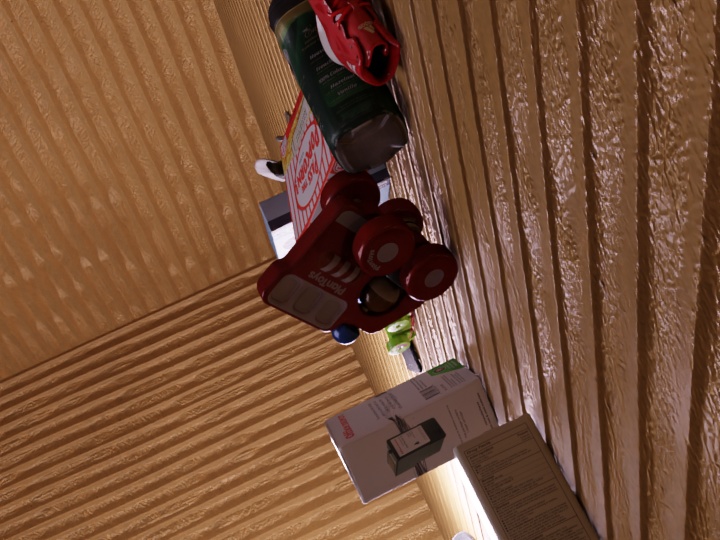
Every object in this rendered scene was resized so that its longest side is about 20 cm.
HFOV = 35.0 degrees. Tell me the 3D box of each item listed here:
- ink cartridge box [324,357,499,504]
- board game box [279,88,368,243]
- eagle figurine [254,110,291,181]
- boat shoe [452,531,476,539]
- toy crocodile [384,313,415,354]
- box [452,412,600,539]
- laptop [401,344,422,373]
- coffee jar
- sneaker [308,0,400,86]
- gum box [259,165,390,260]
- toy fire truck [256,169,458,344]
[{"bbox_3d":[0.064,0.202,1.474,0.146,0.198,0.085,-141,26,-79],"label":"ink cartridge box"},{"bbox_3d":[-0.044,-0.138,1.348,0.202,0.046,0.153,-103,28,-45],"label":"board game box"},{"bbox_3d":[-0.072,-0.155,1.749,0.152,0.149,0.201,101,156,-44],"label":"eagle figurine"},{"bbox_3d":[0.236,0.556,2.094,0.067,0.074,0.201,36,-167,-33],"label":"boat shoe"},{"bbox_3d":[0.058,0.072,1.800,0.201,0.061,0.068,85,162,-59],"label":"toy crocodile"},{"bbox_3d":[0.177,0.258,1.160,0.078,0.094,0.201,73,174,-55],"label":"box"},{"bbox_3d":[0.020,0.109,2.061,0.177,0.102,0.202,141,106,-85],"label":"laptop"},{"bbox_3d":[-0.026,-0.211,1.213,0.202,0.085,0.104,64,-176,22],"label":"coffee jar"},{"bbox_3d":[-0.013,-0.258,1.052,0.116,0.078,0.201,48,174,48],"label":"sneaker"},{"bbox_3d":[-0.045,-0.080,1.531,0.200,0.168,0.045,90,155,-79],"label":"gum box"},{"bbox_3d":[0.000,0.000,1.253,0.199,0.168,0.113,29,-161,-45],"label":"toy fire truck"}]
